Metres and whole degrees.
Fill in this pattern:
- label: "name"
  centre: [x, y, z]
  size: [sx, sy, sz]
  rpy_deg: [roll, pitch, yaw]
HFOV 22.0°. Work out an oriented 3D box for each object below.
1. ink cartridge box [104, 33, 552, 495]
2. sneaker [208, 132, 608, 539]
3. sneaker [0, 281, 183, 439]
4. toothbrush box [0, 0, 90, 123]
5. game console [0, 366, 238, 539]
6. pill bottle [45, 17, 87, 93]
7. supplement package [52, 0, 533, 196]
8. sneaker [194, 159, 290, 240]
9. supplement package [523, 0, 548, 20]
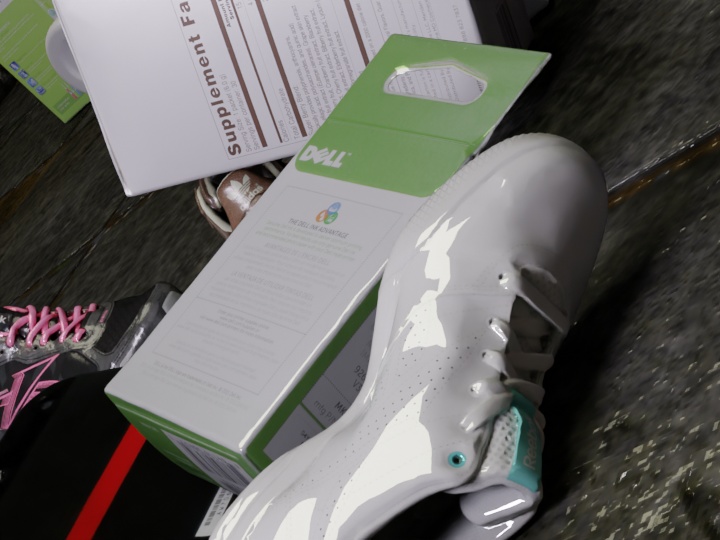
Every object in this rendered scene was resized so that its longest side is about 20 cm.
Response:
- label: "ink cartridge box"
  centre: [0.000, 0.000, 0.740]
  size: [0.104, 0.059, 0.200]
  rpy_deg: [16, 63, 52]
- label: "sneaker"
  centre: [0.036, 0.045, 0.593]
  size: [0.200, 0.075, 0.088]
  rpy_deg: [-57, 30, -14]
- label: "sneaker"
  centre: [-0.180, 0.051, 1.080]
  size: [0.200, 0.095, 0.079]
  rpy_deg: [-33, 19, 37]
- label: "toothbrush box"
  centre: [-0.391, -0.311, 2.347]
  size: [0.146, 0.200, 0.086]
  rpy_deg: [-38, 18, 33]
- label: "game console"
  centre: [-0.109, 0.110, 0.793]
  size: [0.177, 0.031, 0.200]
  rpy_deg: [-10, 35, 30]
- label: "pill bottle"
  centre: [-0.288, -0.309, 2.231]
  size: [0.112, 0.112, 0.200]
  rpy_deg: [-33, 20, 42]
- label: "supplement package"
  centre: [-0.031, -0.130, 0.925]
  size: [0.200, 0.120, 0.121]
  rpy_deg: [-13, 19, 19]
- label: "sneaker"
  centre: [-0.053, -0.042, 1.004]
  size: [0.070, 0.076, 0.200]
  rpy_deg: [-48, 16, -3]
- label: "supplement package"
  centre: [0.011, -0.197, 1.073]
  size: [0.151, 0.152, 0.200]
  rpy_deg: [-39, 17, 27]
